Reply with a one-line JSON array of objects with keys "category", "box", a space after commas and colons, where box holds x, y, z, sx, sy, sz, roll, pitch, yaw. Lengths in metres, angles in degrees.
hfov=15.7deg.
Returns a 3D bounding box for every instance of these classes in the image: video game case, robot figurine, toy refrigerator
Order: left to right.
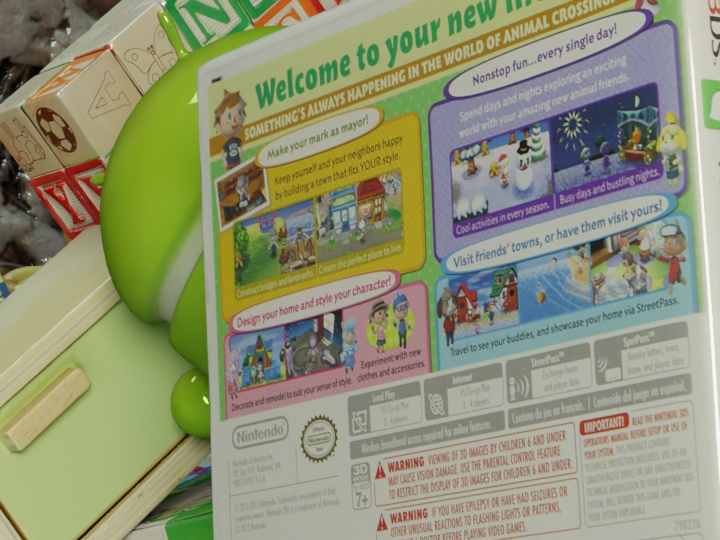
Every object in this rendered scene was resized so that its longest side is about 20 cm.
[{"category": "toy refrigerator", "box": [-0.123, 0.070, 0.896, 0.200, 0.076, 0.070, -43, 22, -31]}, {"category": "robot figurine", "box": [0.000, 0.000, 0.852, 0.116, 0.200, 0.176, -42, -15, -52]}, {"category": "video game case", "box": [0.024, 0.014, 0.653, 0.022, 0.183, 0.200, 5, -13, -36]}]

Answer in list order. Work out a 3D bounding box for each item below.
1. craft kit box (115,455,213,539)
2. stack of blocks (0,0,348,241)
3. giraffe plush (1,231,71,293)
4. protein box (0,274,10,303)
[{"category": "craft kit box", "box": [-0.047, 0.094, 1.002, 0.197, 0.049, 0.200, -20, 1, 38]}, {"category": "stack of blocks", "box": [-0.032, -0.075, 1.010, 0.200, 0.115, 0.059, -44, 18, -30]}, {"category": "giraffe plush", "box": [-0.074, 0.039, 1.401, 0.200, 0.173, 0.162, -29, -23, 20]}, {"category": "protein box", "box": [-0.253, 0.089, 1.075, 0.200, 0.135, 0.198, -24, -6, -34]}]
